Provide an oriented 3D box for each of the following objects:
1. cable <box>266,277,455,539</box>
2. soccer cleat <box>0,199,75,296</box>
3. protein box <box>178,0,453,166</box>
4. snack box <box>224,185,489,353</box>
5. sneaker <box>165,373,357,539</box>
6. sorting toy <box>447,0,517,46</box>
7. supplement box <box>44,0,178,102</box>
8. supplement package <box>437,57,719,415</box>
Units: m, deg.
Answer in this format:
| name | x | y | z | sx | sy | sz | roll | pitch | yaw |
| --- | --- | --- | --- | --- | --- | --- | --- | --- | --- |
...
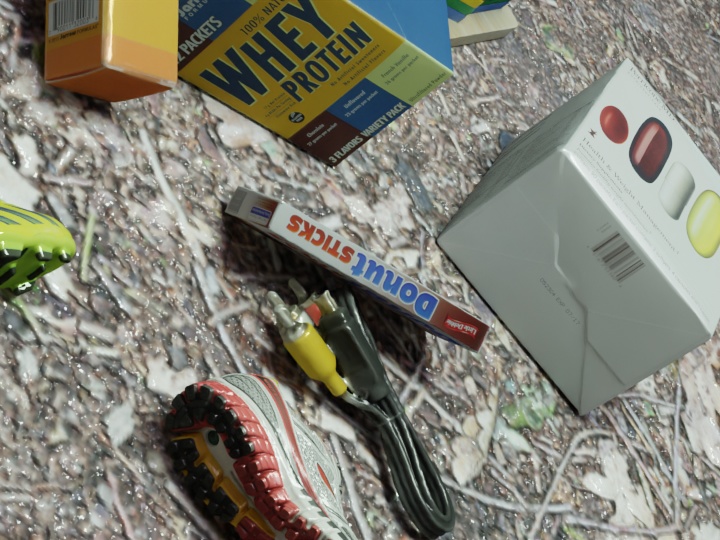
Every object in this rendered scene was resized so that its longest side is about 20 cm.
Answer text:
| name | x | y | z | sx | sy | sz | roll | pitch | yaw |
| --- | --- | --- | --- | --- | --- | --- | --- | --- | --- |
| cable | 0.002 | 0.090 | 1.066 | 0.202 | 0.050 | 0.097 | 62 | 16 | -11 |
| soccer cleat | -0.237 | -0.030 | 0.837 | 0.199 | 0.065 | 0.084 | 3 | 57 | -49 |
| protein box | -0.051 | -0.227 | 1.161 | 0.199 | 0.134 | 0.200 | 28 | 43 | -33 |
| snack box | 0.000 | 0.000 | 1.095 | 0.199 | 0.072 | 0.025 | 31 | 84 | -31 |
| sneaker | -0.031 | 0.145 | 0.928 | 0.082 | 0.078 | 0.201 | -20 | 78 | -56 |
| sorting toy | 0.062 | -0.309 | 1.424 | 0.198 | 0.069 | 0.202 | -21 | 79 | -55 |
| supplement box | -0.162 | -0.218 | 1.021 | 0.066 | 0.068 | 0.203 | 11 | 78 | -50 |
| supplement package | 0.202 | -0.032 | 1.293 | 0.192 | 0.147 | 0.200 | 49 | 36 | -7 |
